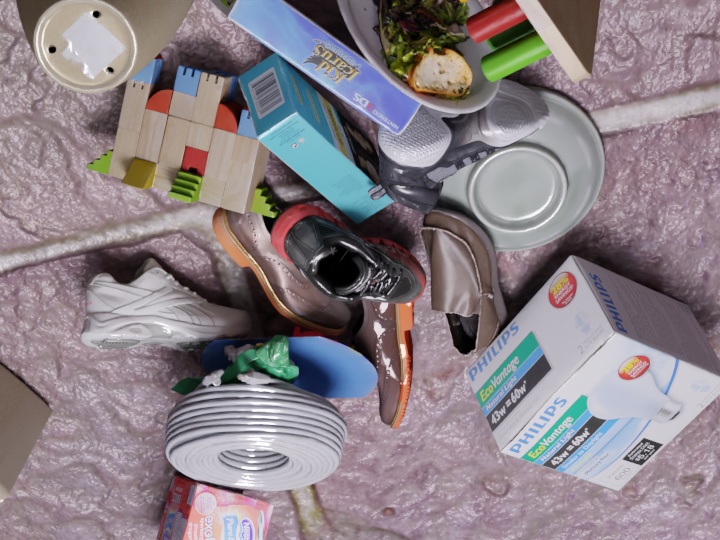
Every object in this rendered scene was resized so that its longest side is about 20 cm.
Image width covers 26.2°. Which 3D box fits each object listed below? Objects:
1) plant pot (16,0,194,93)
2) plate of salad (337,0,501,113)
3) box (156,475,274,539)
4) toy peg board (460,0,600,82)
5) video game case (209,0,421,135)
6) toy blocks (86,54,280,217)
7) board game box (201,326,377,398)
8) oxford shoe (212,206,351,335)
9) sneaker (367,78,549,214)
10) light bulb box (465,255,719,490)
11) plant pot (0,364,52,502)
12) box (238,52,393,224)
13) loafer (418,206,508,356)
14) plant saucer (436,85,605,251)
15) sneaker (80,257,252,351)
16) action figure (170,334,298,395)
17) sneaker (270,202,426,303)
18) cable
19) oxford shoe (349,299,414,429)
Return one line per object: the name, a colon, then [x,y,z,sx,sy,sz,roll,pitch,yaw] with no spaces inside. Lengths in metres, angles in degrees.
plant pot: [-0.242,-0.253,1.434,0.185,0.201,0.189,-1,123,-2]
plate of salad: [0.062,-0.239,1.456,0.199,0.202,0.048,30,137,-20]
box: [-0.174,0.302,1.791,0.094,0.200,0.104,17,80,-13]
toy peg board: [0.131,-0.290,1.436,0.097,0.201,0.199,-23,123,30]
video game case: [-0.051,-0.216,1.475,0.199,0.181,0.046,33,98,-21]
toy blocks: [-0.165,-0.146,1.567,0.198,0.100,0.138,16,101,10]
board game box: [-0.078,0.094,1.725,0.197,0.039,0.158,-3,151,16]
oxford shoe: [-0.070,-0.005,1.671,0.073,0.072,0.200,-28,121,34]
sneaker: [0.094,-0.124,1.564,0.198,0.076,0.114,-16,150,-28]
light bulb box: [0.261,0.117,1.711,0.199,0.125,0.199,20,122,-36]
plant pot: [-0.494,0.179,1.721,0.198,0.200,0.178,-29,109,16]
box: [-0.042,-0.129,1.547,0.049,0.083,0.200,-30,145,16]
loafer: [0.110,0.017,1.679,0.072,0.071,0.201,8,138,37]
plant saucer: [0.164,-0.096,1.641,0.197,0.050,0.202,-1,124,-1]
sneaker: [-0.210,0.035,1.698,0.198,0.101,0.078,4,164,-30]
action figure: [-0.118,0.112,1.663,0.117,0.055,0.200,19,154,-19]
sneaker: [0.000,0.000,1.601,0.199,0.098,0.071,25,106,-37]
cable: [-0.111,0.181,1.665,0.198,0.070,0.200,17,149,-28]
oxford shoe: [0.024,0.087,1.749,0.072,0.071,0.202,1,113,2]
